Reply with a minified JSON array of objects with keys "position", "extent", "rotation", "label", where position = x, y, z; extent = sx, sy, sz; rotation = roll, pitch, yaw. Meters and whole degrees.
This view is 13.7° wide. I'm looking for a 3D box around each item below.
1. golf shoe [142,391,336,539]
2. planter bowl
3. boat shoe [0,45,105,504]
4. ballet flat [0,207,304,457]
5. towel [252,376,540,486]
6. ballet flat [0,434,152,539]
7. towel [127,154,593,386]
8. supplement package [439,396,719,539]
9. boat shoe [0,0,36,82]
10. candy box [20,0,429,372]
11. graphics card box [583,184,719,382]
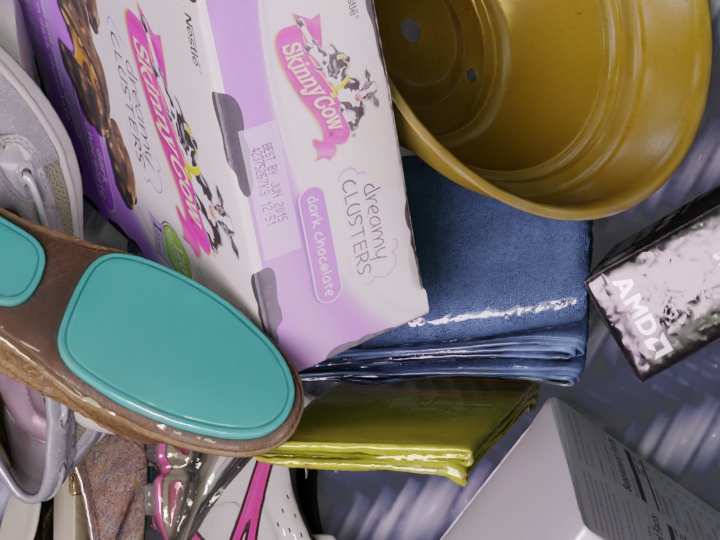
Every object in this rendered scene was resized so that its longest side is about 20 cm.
[{"position":[-0.045,0.143,1.252],"extent":[0.092,0.073,0.201],"rotation":[0,77,10],"label":"golf shoe"},{"position":[0.042,-0.106,1.198],"extent":[0.083,0.200,0.201],"rotation":[-22,93,47],"label":"planter bowl"},{"position":[-0.147,-0.007,1.165],"extent":[0.074,0.065,0.203],"rotation":[-5,119,21],"label":"boat shoe"},{"position":[-0.117,0.023,1.115],"extent":[0.199,0.072,0.068],"rotation":[23,59,0],"label":"ballet flat"},{"position":[0.018,0.061,1.187],"extent":[0.086,0.200,0.018],"rotation":[0,96,11],"label":"towel"},{"position":[-0.126,0.154,1.277],"extent":[0.068,0.067,0.201],"rotation":[-11,79,44],"label":"ballet flat"},{"position":[0.000,0.000,1.238],"extent":[0.199,0.112,0.049],"rotation":[-4,136,11],"label":"towel"},{"position":[0.065,0.179,1.206],"extent":[0.111,0.156,0.200],"rotation":[35,102,-10],"label":"supplement package"},{"position":[-0.166,-0.022,1.234],"extent":[0.071,0.070,0.202],"rotation":[-1,126,-7],"label":"boat shoe"},{"position":[-0.062,-0.079,1.159],"extent":[0.071,0.200,0.168],"rotation":[-24,125,-20],"label":"candy box"},{"position":[0.189,-0.031,1.182],"extent":[0.199,0.125,0.051],"rotation":[-29,92,12],"label":"graphics card box"}]
